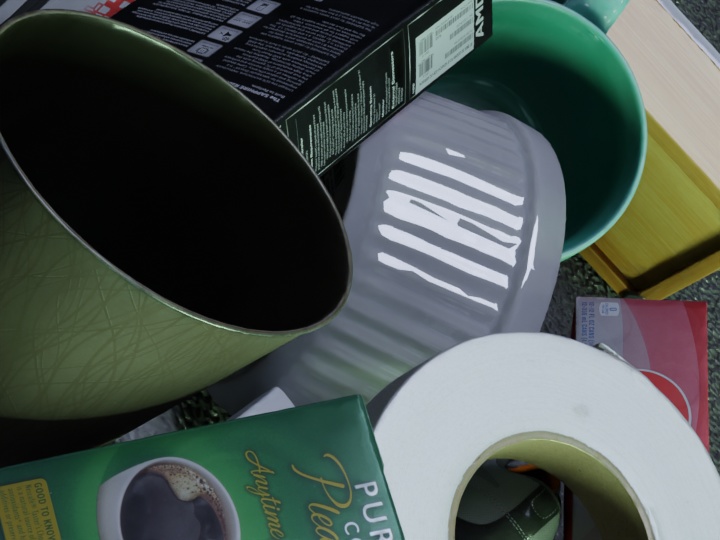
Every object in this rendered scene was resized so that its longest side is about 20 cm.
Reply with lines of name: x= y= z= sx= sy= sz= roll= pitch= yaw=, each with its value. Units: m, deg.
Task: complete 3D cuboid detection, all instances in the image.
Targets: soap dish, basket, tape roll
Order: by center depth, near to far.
basket: x=-0.134 y=0.013 z=0.973 sx=0.180 sy=0.200 sz=0.136 roll=27 pitch=41 yaw=-32
tape roll: x=0.077 y=0.125 z=1.039 sx=0.202 sy=0.037 sz=0.203 roll=11 pitch=66 yaw=-26
soap dish: x=0.170 y=-0.074 z=1.478 sx=0.200 sy=0.157 sz=0.081 roll=46 pitch=50 yaw=-11

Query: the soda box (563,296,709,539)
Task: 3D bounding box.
soda box: x=0.133 y=0.114 z=1.153 sx=0.070 sy=0.063 sz=0.201 roll=2 pitch=60 yaw=3

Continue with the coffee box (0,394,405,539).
coffee box: x=-0.078 y=0.127 z=0.926 sx=0.199 sy=0.044 sz=0.123 roll=-12 pitch=65 yaw=-17

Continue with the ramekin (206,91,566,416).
ramekin: x=0.000 y=0.000 z=1.162 sx=0.105 sy=0.200 sz=0.201 roll=24 pitch=42 yaw=-23

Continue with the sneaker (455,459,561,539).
sneaker: x=0.064 y=0.117 z=1.192 sx=0.074 sy=0.079 sz=0.200 roll=53 pitch=3 yaw=-7

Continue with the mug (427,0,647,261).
mug: x=0.085 y=-0.075 z=1.355 sx=0.185 sy=0.114 sz=0.152 roll=-22 pitch=88 yaw=-17

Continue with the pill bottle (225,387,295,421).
pill bottle: x=-0.014 y=0.159 z=1.067 sx=0.200 sy=0.113 sz=0.113 roll=54 pitch=33 yaw=0

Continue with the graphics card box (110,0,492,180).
graphics card box: x=-0.041 y=-0.101 z=1.103 sx=0.200 sy=0.125 sz=0.051 roll=-43 pitch=140 yaw=-42

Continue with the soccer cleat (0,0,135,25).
soccer cleat: x=-0.162 y=-0.142 z=1.118 sx=0.199 sy=0.085 sz=0.069 roll=-12 pitch=42 yaw=-22
